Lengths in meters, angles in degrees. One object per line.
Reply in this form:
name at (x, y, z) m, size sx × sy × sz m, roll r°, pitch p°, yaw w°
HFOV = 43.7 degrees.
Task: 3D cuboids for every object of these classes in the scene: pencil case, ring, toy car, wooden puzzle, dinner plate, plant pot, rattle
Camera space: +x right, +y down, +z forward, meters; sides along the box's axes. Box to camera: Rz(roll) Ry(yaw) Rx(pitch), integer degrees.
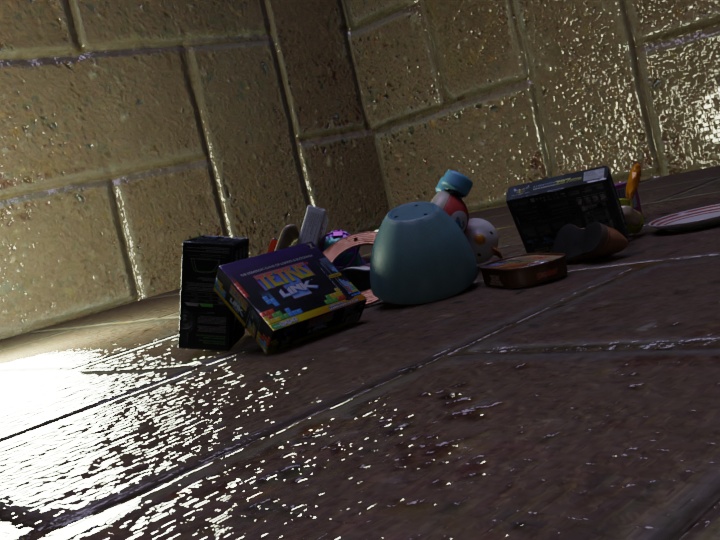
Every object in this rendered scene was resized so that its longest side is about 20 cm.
pencil case at (-0.032, -0.020, 1.930) m, size 0.084 × 0.093 × 0.200 m, roll 7°, pitch -15°, yaw 9°
ring at (0.000, 0.000, 1.762) m, size 0.199 × 0.019 × 0.201 m, roll -11°, pitch 45°, yaw 11°
toy car at (0.220, -0.074, 1.851) m, size 0.199 × 0.185 × 0.177 m, roll 27°, pitch -4°, yaw 0°
wooden puzzle at (-0.180, 0.005, 1.801) m, size 0.037 × 0.201 × 0.185 m, roll 24°, pitch -6°, yaw 2°
dinner plate at (0.660, -0.102, 1.732) m, size 0.198 × 0.024 × 0.200 m, roll -13°, pitch 4°, yaw 1°
plant pot at (0.105, -0.045, 1.616) m, size 0.198 × 0.136 × 0.200 m, roll -10°, pitch 23°, yaw 4°
rattle at (0.470, -0.131, 1.830) m, size 0.199 × 0.144 × 0.130 m, roll -10°, pitch -4°, yaw 39°

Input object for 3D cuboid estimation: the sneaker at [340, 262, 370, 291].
sneaker at (0.028, 0.009, 1.843) m, size 0.198 × 0.084 × 0.121 m, roll -15°, pitch 3°, yaw 9°

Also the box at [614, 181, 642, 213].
box at (0.526, -0.139, 2.092) m, size 0.174 × 0.098 × 0.200 m, roll -14°, pitch 4°, yaw -11°

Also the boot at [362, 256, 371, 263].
boot at (0.084, -0.019, 2.181) m, size 0.198 × 0.065 × 0.186 m, roll -7°, pitch 8°, yaw 12°

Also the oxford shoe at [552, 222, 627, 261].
oxford shoe at (0.410, -0.044, 1.620) m, size 0.071 × 0.072 × 0.200 m, roll 14°, pitch -3°, yaw -16°

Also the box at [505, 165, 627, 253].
box at (0.399, -0.107, 1.733) m, size 0.198 × 0.158 × 0.051 m, roll -11°, pitch 36°, yaw 27°

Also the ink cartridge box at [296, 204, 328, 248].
ink cartridge box at (-0.113, -0.020, 1.891) m, size 0.043 × 0.202 × 0.174 m, roll 15°, pitch -9°, yaw 5°

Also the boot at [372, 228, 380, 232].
boot at (0.095, -0.046, 1.987) m, size 0.067 × 0.132 × 0.199 m, roll -17°, pitch 6°, yaw -36°

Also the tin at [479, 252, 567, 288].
tin at (0.280, -0.001, 1.542) m, size 0.111 × 0.042 × 0.200 m, roll -19°, pitch 6°, yaw -12°

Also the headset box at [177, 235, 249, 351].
headset box at (-0.261, 0.044, 1.613) m, size 0.092 × 0.202 × 0.174 m, roll 3°, pitch 7°, yaw 2°

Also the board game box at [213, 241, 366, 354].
board game box at (-0.116, 0.039, 1.492) m, size 0.199 × 0.165 × 0.057 m, roll -18°, pitch -38°, yaw -39°
